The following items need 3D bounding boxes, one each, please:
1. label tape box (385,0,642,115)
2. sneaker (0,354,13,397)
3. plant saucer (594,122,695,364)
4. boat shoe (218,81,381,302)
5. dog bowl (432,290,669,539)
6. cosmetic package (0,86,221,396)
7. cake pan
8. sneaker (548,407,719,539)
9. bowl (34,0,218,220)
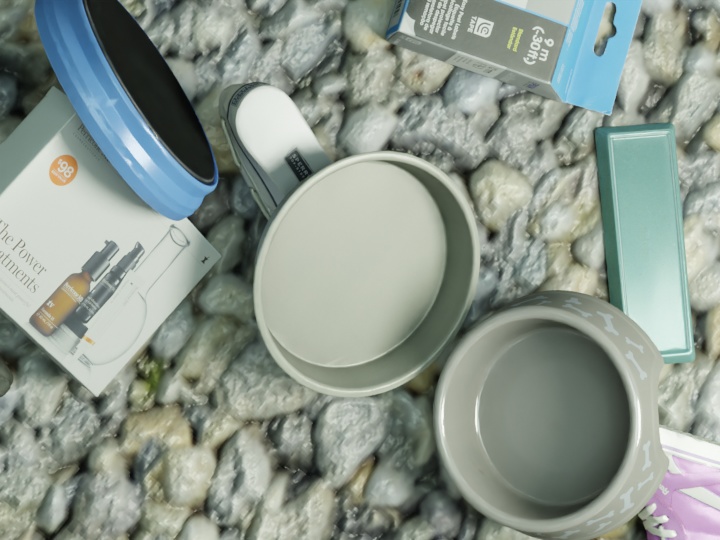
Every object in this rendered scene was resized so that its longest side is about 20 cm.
[{"bbox_3d":[0.137,-0.226,1.743,0.199,0.066,0.144,18,85,-6],"label":"label tape box"},{"bbox_3d":[-0.304,-0.008,1.659,0.115,0.076,0.200,-37,92,-12],"label":"sneaker"},{"bbox_3d":[0.238,-0.022,1.773,0.070,0.019,0.201,-4,87,-9],"label":"plant saucer"},{"bbox_3d":[-0.052,-0.064,1.704,0.072,0.066,0.200,-41,115,-12],"label":"boat shoe"},{"bbox_3d":[0.146,0.116,1.684,0.199,0.059,0.201,-1,89,26],"label":"dog bowl"},{"bbox_3d":[-0.217,-0.019,1.628,0.151,0.052,0.200,-50,134,-9],"label":"cosmetic package"},{"bbox_3d":[0.000,0.000,1.686,0.199,0.037,0.201,-9,110,-26],"label":"cake pan"},{"bbox_3d":[0.231,0.180,1.736,0.200,0.073,0.115,19,92,-4],"label":"sneaker"},{"bbox_3d":[-0.173,-0.133,1.619,0.039,0.201,0.201,-31,92,10],"label":"bowl"}]
